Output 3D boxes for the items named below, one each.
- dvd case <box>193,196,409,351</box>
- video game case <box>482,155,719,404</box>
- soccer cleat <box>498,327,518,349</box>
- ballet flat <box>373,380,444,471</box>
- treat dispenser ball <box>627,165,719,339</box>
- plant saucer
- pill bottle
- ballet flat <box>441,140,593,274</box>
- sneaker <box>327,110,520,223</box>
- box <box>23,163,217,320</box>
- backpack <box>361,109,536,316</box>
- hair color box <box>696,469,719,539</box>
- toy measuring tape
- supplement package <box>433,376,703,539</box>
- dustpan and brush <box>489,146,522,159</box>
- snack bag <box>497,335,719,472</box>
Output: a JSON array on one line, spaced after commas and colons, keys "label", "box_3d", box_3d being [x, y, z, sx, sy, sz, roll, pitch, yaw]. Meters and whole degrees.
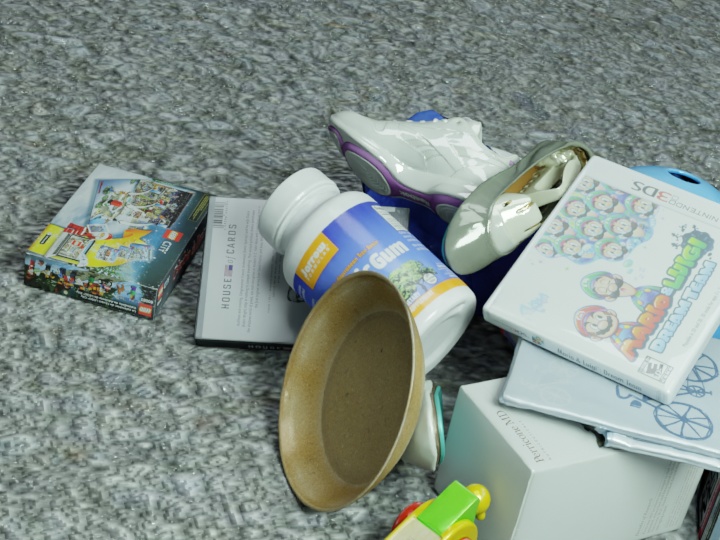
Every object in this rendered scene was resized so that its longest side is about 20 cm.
[{"label": "dvd case", "box_3d": [-0.054, 0.005, 1.390, 0.197, 0.025, 0.152, 3, 67, 1]}, {"label": "video game case", "box_3d": [0.232, 0.002, 1.258, 0.181, 0.024, 0.201, 25, 61, 27]}, {"label": "soccer cleat", "box_3d": [0.218, 0.043, 1.504, 0.198, 0.067, 0.077, -9, 69, -40]}, {"label": "ballet flat", "box_3d": [0.040, 0.132, 1.242, 0.069, 0.070, 0.200, 14, 4, 2]}, {"label": "treat dispenser ball", "box_3d": [0.276, 0.001, 1.394, 0.198, 0.203, 0.202, 9, 32, -6]}, {"label": "plant saucer", "box_3d": [-0.002, 0.102, 1.205, 0.035, 0.201, 0.201, 16, 26, -32]}, {"label": "pill bottle", "box_3d": [0.000, 0.000, 1.315, 0.200, 0.113, 0.112, 43, 41, 21]}, {"label": "ballet flat", "box_3d": [0.150, -0.064, 1.328, 0.063, 0.068, 0.200, 0, 31, 44]}, {"label": "sneaker", "box_3d": [0.063, -0.112, 1.408, 0.199, 0.075, 0.100, 28, 69, 16]}, {"label": "box", "box_3d": [-0.238, -0.033, 1.467, 0.135, 0.038, 0.201, 16, 32, 5]}, {"label": "backpack", "box_3d": [0.076, -0.066, 1.515, 0.167, 0.164, 0.200, -26, 47, -18]}, {"label": "hair color box", "box_3d": [0.343, 0.168, 1.302, 0.060, 0.100, 0.201, 14, 32, 4]}, {"label": "toy measuring tape", "box_3d": [0.033, 0.241, 1.134, 0.073, 0.074, 0.200, 34, 60, 31]}, {"label": "supplement package", "box_3d": [0.182, 0.161, 1.238, 0.198, 0.118, 0.117, -8, 38, -30]}, {"label": "dustpan and brush", "box_3d": [0.156, -0.104, 1.625, 0.138, 0.058, 0.199, 19, -10, -29]}, {"label": "snack bag", "box_3d": [0.220, 0.092, 1.229, 0.198, 0.022, 0.189, 13, 30, 8]}]
